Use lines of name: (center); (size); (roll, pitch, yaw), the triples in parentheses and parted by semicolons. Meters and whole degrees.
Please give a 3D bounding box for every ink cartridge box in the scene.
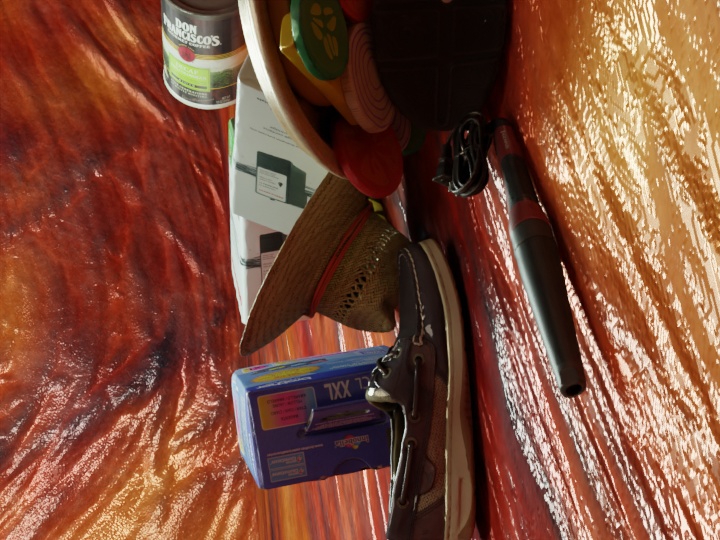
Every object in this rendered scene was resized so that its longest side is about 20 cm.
ink cartridge box: (-0.105, -0.058, 1.630); (0.147, 0.082, 0.202); (-110, 19, -59)
ink cartridge box: (-0.031, -0.130, 1.025); (0.200, 0.082, 0.148); (107, -175, -66)
ink cartridge box: (-0.022, 0.109, 1.062); (0.200, 0.135, 0.077); (-165, 66, -80)

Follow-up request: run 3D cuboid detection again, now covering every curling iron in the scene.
curling iron: (0.080, -0.011, 0.705); (0.050, 0.025, 0.201); (-47, 38, 24)

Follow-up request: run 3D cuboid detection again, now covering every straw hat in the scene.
straw hat: (0.000, 0.000, 1.005); (0.202, 0.085, 0.201); (-58, -6, -10)

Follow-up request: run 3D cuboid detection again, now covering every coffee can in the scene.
coffee can: (-0.228, -0.364, 2.119); (0.201, 0.145, 0.148); (98, 165, -55)

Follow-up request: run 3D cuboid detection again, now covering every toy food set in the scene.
toy food set: (-0.008, -0.145, 0.806); (0.200, 0.048, 0.200); (41, -133, -55)

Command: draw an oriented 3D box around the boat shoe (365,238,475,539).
boat shoe: (0.035, 0.078, 0.913); (0.072, 0.064, 0.202); (120, 146, -77)

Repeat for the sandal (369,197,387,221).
sandal: (-0.024, -0.045, 1.175); (0.080, 0.086, 0.202); (102, 160, -54)

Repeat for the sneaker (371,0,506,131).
sneaker: (0.047, -0.188, 0.790); (0.116, 0.075, 0.203); (-69, -25, -64)
